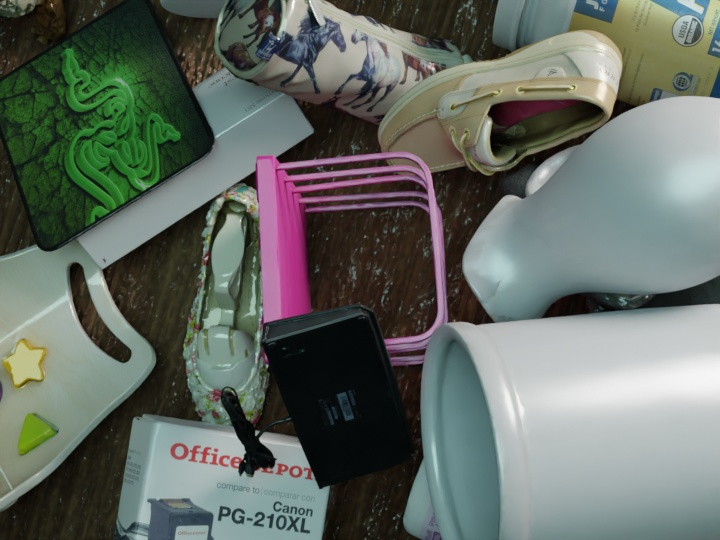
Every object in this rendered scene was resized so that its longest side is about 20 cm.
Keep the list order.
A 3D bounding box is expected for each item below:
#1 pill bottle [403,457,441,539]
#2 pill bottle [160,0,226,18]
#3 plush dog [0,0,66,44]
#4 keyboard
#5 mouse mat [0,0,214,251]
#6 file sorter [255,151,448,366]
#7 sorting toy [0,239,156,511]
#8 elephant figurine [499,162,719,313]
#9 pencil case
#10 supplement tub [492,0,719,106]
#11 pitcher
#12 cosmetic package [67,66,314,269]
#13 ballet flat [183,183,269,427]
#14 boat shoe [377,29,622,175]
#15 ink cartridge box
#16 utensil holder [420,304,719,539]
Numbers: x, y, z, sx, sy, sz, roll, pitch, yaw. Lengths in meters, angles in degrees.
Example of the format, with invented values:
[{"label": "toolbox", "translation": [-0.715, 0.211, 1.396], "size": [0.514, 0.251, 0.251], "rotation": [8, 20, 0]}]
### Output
[{"label": "pill bottle", "translation": [0.140, 0.179, 1.150], "size": [0.198, 0.112, 0.113], "rotation": [22, 87, 10]}, {"label": "pill bottle", "translation": [-0.120, -0.309, 1.243], "size": [0.110, 0.111, 0.203], "rotation": [-2, 84, 7]}, {"label": "plush dog", "translation": [-0.323, -0.270, 1.270], "size": [0.170, 0.161, 0.201], "rotation": [21, 58, 23]}, {"label": "keyboard", "translation": [-0.035, 0.093, 1.074], "size": [0.125, 0.201, 0.021], "rotation": [-16, 52, 0]}, {"label": "mouse mat", "translation": [-0.209, -0.121, 1.239], "size": [0.160, 0.008, 0.201], "rotation": [-31, 54, 4]}, {"label": "file sorter", "translation": [0.000, 0.000, 1.148], "size": [0.124, 0.200, 0.141], "rotation": [-4, 83, 4]}, {"label": "sorting toy", "translation": [-0.262, 0.068, 1.229], "size": [0.179, 0.107, 0.201], "rotation": [-31, 80, -4]}, {"label": "elephant figurine", "translation": [0.209, -0.006, 1.169], "size": [0.197, 0.156, 0.143], "rotation": [-13, 115, 16]}, {"label": "pencil case", "translation": [-0.007, -0.159, 1.177], "size": [0.089, 0.198, 0.079], "rotation": [-28, 58, 45]}, {"label": "supplement tub", "translation": [0.210, -0.197, 1.168], "size": [0.198, 0.145, 0.146], "rotation": [19, 86, 9]}, {"label": "pitcher", "translation": [0.182, -0.054, 1.069], "size": [0.199, 0.173, 0.121], "rotation": [-23, 120, 36]}, {"label": "cosmetic package", "translation": [-0.140, -0.091, 1.231], "size": [0.199, 0.051, 0.083], "rotation": [-33, 42, 3]}, {"label": "ballet flat", "translation": [-0.105, 0.030, 1.225], "size": [0.075, 0.064, 0.203], "rotation": [1, 84, 7]}, {"label": "boat shoe", "translation": [0.095, -0.107, 1.133], "size": [0.198, 0.074, 0.070], "rotation": [-22, 44, 31]}, {"label": "ink cartridge box", "translation": [-0.109, 0.218, 1.170], "size": [0.143, 0.084, 0.203], "rotation": [11, 84, -17]}, {"label": "utensil holder", "translation": [0.156, 0.109, 1.029], "size": [0.197, 0.170, 0.172], "rotation": [-6, 82, -13]}]
